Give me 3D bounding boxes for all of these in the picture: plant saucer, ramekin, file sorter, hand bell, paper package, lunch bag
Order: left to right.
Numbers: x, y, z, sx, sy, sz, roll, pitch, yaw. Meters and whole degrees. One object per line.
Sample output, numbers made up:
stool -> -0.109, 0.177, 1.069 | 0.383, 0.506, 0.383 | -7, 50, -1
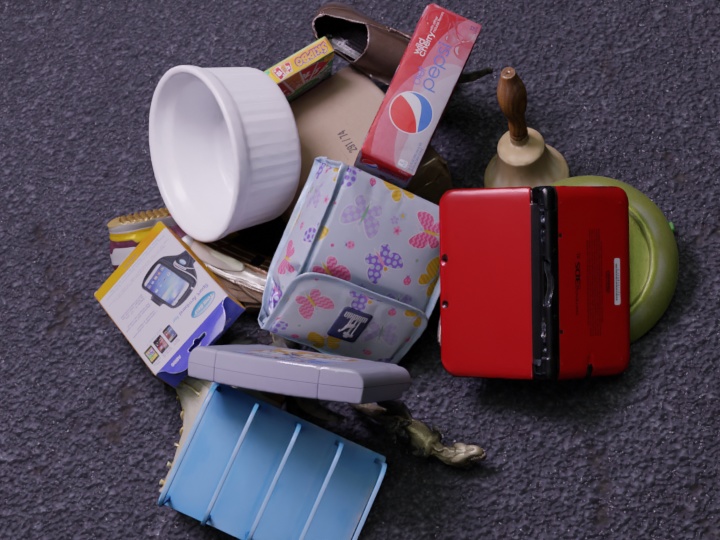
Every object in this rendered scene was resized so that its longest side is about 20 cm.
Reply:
ramekin -> -0.154, -0.139, 1.405 | 0.098, 0.201, 0.201 | -13, 49, -34
file sorter -> -0.087, 0.211, 1.225 | 0.200, 0.123, 0.139 | 25, 82, -1
paper package -> -0.020, -0.121, 1.484 | 0.190, 0.104, 0.200 | -33, 58, -7
lunch bag -> 0.000, 0.000, 1.338 | 0.200, 0.169, 0.127 | -65, 21, 3
hand bell -> 0.178, -0.163, 1.399 | 0.104, 0.200, 0.104 | -7, 58, 11
plant saucer -> 0.247, -0.009, 1.344 | 0.199, 0.031, 0.201 | -2, 81, 14

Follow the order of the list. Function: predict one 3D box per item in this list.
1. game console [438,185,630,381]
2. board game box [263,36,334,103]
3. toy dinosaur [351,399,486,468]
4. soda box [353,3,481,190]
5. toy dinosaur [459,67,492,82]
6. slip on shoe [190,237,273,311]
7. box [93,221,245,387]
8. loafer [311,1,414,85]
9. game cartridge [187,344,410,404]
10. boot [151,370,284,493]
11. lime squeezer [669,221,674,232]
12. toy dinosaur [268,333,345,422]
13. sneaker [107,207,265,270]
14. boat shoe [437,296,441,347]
game console -> 0.187, 0.012, 1.301 | 0.119, 0.172, 0.201 | 3, 94, 58
board game box -> -0.082, -0.222, 1.518 | 0.095, 0.200, 0.030 | -32, 85, -9
toy dinosaur -> 0.036, 0.157, 1.302 | 0.200, 0.088, 0.048 | 30, 81, 27
soda box -> 0.065, -0.196, 1.381 | 0.070, 0.063, 0.200 | 25, 76, -1
toy dinosaur -> 0.076, -0.259, 1.535 | 0.200, 0.088, 0.048 | 23, 81, 18
slip on shoe -> -0.115, 0.022, 1.442 | 0.200, 0.076, 0.061 | 24, 109, 7
box -> -0.213, 0.041, 1.380 | 0.119, 0.041, 0.200 | -48, 48, 1
loafer -> 0.022, -0.257, 1.460 | 0.200, 0.073, 0.071 | 25, 23, 14
game cartridge -> -0.065, 0.102, 1.230 | 0.199, 0.133, 0.042 | 6, 87, 26
boot -> -0.186, 0.179, 1.359 | 0.200, 0.072, 0.155 | 14, 78, 42
lime squeezer -> 0.260, -0.012, 1.383 | 0.199, 0.038, 0.071 | -12, 57, 9
toy dinosaur -> -0.084, 0.129, 1.367 | 0.088, 0.047, 0.200 | -53, 39, 17
sneaker -> -0.208, -0.034, 1.506 | 0.199, 0.090, 0.075 | -9, 14, -13
boat shoe -> 0.113, 0.008, 1.389 | 0.059, 0.072, 0.200 | 5, 56, 17
